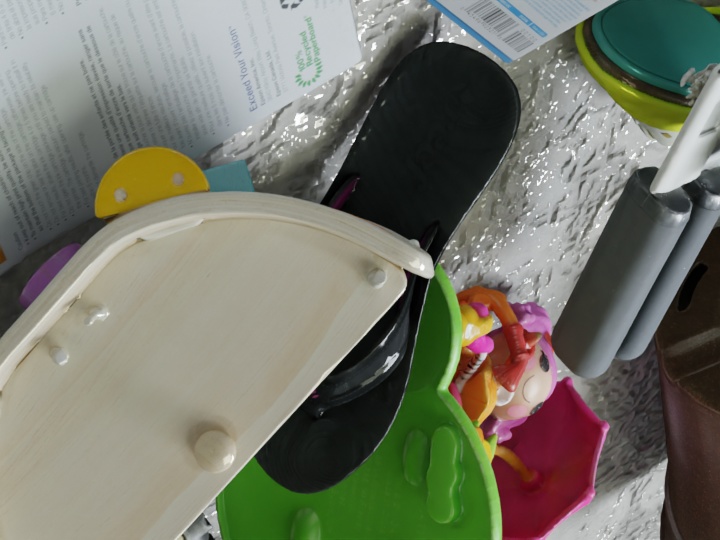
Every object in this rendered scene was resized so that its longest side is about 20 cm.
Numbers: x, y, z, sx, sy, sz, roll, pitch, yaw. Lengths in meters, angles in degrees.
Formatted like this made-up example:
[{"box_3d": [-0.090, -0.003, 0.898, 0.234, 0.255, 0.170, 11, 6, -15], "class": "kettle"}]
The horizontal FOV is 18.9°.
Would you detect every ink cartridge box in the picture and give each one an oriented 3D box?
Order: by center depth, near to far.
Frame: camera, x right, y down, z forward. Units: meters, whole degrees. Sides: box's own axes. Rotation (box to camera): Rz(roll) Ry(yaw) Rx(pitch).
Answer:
[{"box_3d": [-0.101, -0.096, 0.726, 0.199, 0.041, 0.200, -33, 145, -15], "class": "ink cartridge box"}]

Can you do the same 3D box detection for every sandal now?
[{"box_3d": [-0.001, -0.001, 0.889, 0.201, 0.075, 0.048, -67, 172, 10], "class": "sandal"}]

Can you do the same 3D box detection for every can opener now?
[{"box_3d": [0.141, -0.021, 0.935, 0.052, 0.067, 0.200, -19, 151, -36], "class": "can opener"}]

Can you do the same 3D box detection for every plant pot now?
[{"box_3d": [0.244, 0.083, 1.156, 0.200, 0.200, 0.199, -35, 138, -12], "class": "plant pot"}]

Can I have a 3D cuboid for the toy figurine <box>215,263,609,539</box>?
[{"box_3d": [0.046, 0.070, 1.017, 0.184, 0.149, 0.201, -13, 113, -56], "class": "toy figurine"}]

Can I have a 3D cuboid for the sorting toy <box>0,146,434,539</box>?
[{"box_3d": [-0.076, 0.031, 0.817, 0.200, 0.107, 0.180, -47, -178, 4], "class": "sorting toy"}]

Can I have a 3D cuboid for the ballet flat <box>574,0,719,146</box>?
[{"box_3d": [0.162, -0.088, 0.990, 0.199, 0.067, 0.067, -12, 153, -40], "class": "ballet flat"}]

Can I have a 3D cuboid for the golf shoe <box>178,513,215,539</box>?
[{"box_3d": [-0.066, 0.190, 0.937, 0.094, 0.200, 0.078, -35, 180, -13], "class": "golf shoe"}]

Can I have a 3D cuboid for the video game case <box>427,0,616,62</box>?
[{"box_3d": [0.099, -0.157, 0.795, 0.199, 0.018, 0.143, -28, 147, 24], "class": "video game case"}]
